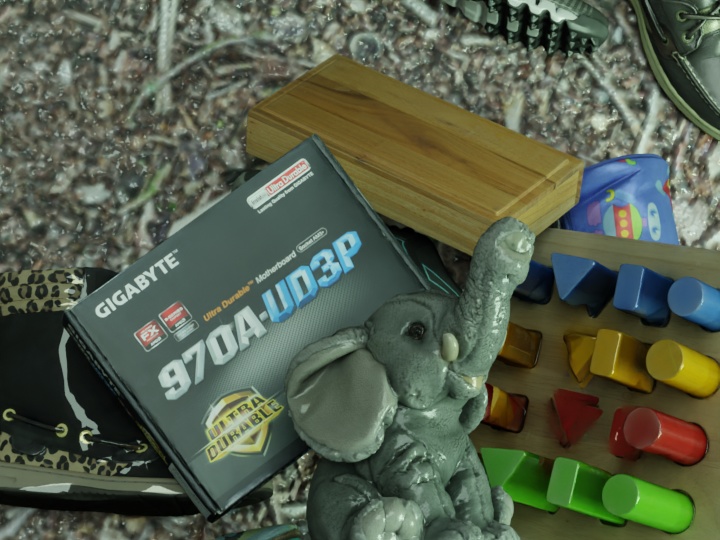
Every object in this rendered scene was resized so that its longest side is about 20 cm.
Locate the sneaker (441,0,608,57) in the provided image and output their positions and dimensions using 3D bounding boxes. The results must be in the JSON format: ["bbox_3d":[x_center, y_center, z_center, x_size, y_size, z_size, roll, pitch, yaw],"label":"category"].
[{"bbox_3d":[0.084,-0.216,1.861,0.199,0.067,0.091,23,75,6],"label":"sneaker"}]

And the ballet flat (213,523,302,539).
[{"bbox_3d":[-0.124,0.216,1.713,0.074,0.074,0.200,44,72,10],"label":"ballet flat"}]

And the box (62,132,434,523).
[{"bbox_3d":[-0.061,0.036,1.706,0.200,0.046,0.159,-36,85,-16],"label":"box"}]

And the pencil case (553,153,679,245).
[{"bbox_3d":[0.173,0.021,1.784,0.086,0.078,0.201,-3,72,-15],"label":"pencil case"}]

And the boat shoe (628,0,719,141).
[{"bbox_3d":[0.224,-0.180,1.858,0.071,0.066,0.202,-23,75,-11],"label":"boat shoe"}]

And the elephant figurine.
[{"bbox_3d":[0.030,0.075,1.615,0.154,0.142,0.201,-4,89,1],"label":"elephant figurine"}]

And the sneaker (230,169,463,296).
[{"bbox_3d":[0.000,0.000,1.793,0.200,0.075,0.079,43,63,2],"label":"sneaker"}]

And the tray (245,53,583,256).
[{"bbox_3d":[0.034,-0.075,1.771,0.199,0.037,0.099,25,39,27],"label":"tray"}]

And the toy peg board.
[{"bbox_3d":[0.139,0.071,1.690,0.199,0.098,0.200,9,83,33],"label":"toy peg board"}]

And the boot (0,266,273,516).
[{"bbox_3d":[-0.152,0.078,1.751,0.199,0.073,0.151,1,74,4],"label":"boot"}]
